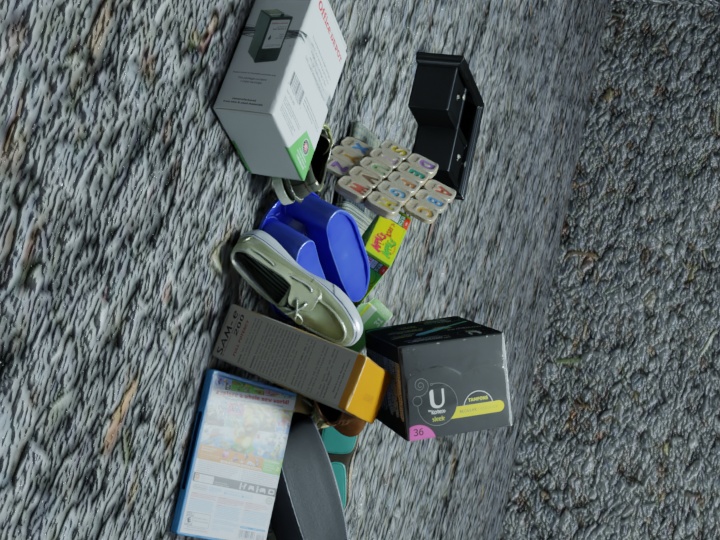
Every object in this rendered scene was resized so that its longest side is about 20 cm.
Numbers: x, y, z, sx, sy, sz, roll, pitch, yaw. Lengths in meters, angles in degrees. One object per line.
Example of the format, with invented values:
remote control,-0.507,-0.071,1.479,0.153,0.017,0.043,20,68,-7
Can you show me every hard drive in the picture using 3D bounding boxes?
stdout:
hard drive,-0.079,0.308,1.570,0.134,0.042,0.203,-24,99,-59

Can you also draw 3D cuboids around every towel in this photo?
towel,0.004,-0.121,1.846,0.200,0.034,0.196,33,64,-67

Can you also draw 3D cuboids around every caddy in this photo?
caddy,-0.072,-0.013,1.554,0.141,0.104,0.202,-46,138,-28

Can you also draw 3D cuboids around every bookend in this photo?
bookend,0.150,-0.264,2.099,0.200,0.091,0.202,48,53,-64

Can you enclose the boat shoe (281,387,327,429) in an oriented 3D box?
boat shoe,-0.068,0.202,1.708,0.200,0.062,0.075,11,88,-70

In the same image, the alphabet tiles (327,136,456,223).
alphabet tiles,0.042,-0.140,1.693,0.200,0.194,0.015,-46,162,-55

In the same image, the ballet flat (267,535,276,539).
ballet flat,-0.132,0.458,1.657,0.062,0.067,0.203,-31,129,-29

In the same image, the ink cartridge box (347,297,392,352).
ink cartridge box,-0.022,0.110,1.667,0.146,0.048,0.200,-48,178,5

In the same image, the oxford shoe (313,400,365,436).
oxford shoe,-0.036,0.192,1.598,0.201,0.070,0.072,65,21,-54

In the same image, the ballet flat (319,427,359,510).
ballet flat,-0.038,0.294,1.853,0.067,0.067,0.204,-83,-178,-79

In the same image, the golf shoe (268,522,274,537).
golf shoe,-0.107,0.289,1.623,0.200,0.077,0.099,-46,134,-61

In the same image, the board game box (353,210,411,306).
board game box,0.000,0.000,1.693,0.200,0.047,0.102,-53,-171,48

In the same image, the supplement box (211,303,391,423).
supplement box,-0.073,0.119,1.450,0.075,0.197,0.126,-67,159,-8

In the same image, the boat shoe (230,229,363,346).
boat shoe,-0.085,0.032,1.438,0.072,0.199,0.062,-52,179,33

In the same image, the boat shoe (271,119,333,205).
boat shoe,-0.067,-0.164,1.525,0.203,0.059,0.073,-78,148,-49

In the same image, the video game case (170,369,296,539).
video game case,-0.158,0.240,1.440,0.142,0.018,0.204,21,76,-40

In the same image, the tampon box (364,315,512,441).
tampon box,0.101,0.144,1.550,0.200,0.147,0.129,-164,-112,-77

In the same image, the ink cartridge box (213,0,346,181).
ink cartridge box,-0.095,-0.239,1.423,0.147,0.083,0.203,64,38,-58
